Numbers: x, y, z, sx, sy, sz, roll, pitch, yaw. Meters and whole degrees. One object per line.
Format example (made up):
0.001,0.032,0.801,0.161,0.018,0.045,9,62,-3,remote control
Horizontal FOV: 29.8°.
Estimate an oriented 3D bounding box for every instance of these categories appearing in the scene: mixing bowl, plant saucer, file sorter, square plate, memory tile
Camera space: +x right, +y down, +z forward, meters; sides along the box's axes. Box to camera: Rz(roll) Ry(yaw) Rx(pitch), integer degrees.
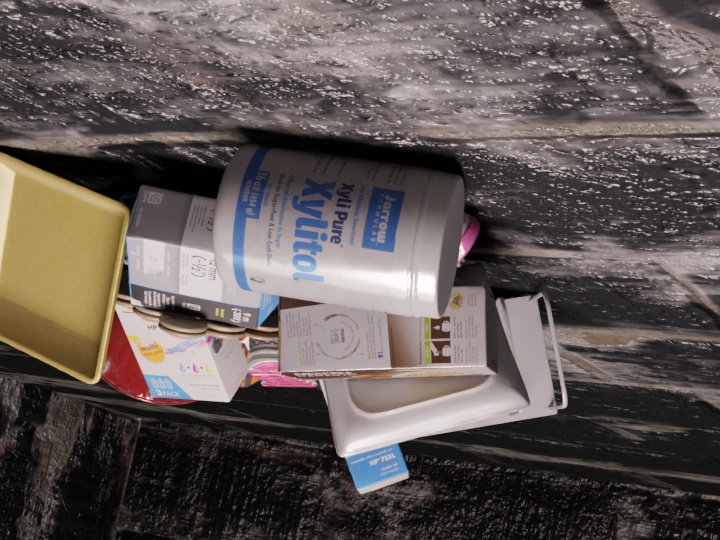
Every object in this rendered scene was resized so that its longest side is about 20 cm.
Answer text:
-0.268,0.074,1.828,0.200,0.200,0.109,15,125,-16,mixing bowl
-0.321,-0.010,1.409,0.200,0.200,0.048,23,-159,22,plant saucer
0.115,0.105,1.497,0.200,0.139,0.125,-9,173,-2,file sorter
0.053,0.083,1.399,0.200,0.198,0.028,-15,140,0,square plate
-0.190,0.036,1.451,0.153,0.017,0.200,0,-163,-43,memory tile

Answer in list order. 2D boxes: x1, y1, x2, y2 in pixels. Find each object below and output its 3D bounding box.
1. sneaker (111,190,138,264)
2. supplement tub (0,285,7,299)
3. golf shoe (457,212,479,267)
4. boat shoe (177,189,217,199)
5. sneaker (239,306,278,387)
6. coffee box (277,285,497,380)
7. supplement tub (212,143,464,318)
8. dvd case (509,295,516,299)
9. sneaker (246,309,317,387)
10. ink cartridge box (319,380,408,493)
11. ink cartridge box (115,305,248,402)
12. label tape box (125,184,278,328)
-0.269,-0.046,1.481,0.090,0.079,0.200,17,166,-11,sneaker
-0.393,-0.011,1.588,0.144,0.145,0.200,10,167,6,supplement tub
0.029,-0.026,1.324,0.092,0.075,0.200,41,145,-24,golf shoe
-0.171,-0.038,1.461,0.074,0.076,0.200,13,160,17,boat shoe
-0.183,0.096,1.747,0.200,0.112,0.078,2,-172,-19,sneaker
0.029,0.063,1.316,0.199,0.080,0.114,-2,171,10,coffee box
-0.018,-0.035,1.184,0.200,0.132,0.132,8,167,12,supplement tub
0.115,0.116,1.633,0.018,0.200,0.143,45,173,10,dvd case
-0.096,0.097,1.689,0.074,0.088,0.200,-1,167,9,sneaker
-0.004,0.163,1.637,0.067,0.200,0.116,-19,169,-2,ink cartridge box
-0.222,0.060,1.631,0.115,0.068,0.200,0,126,26,ink cartridge box
-0.126,-0.004,1.335,0.200,0.066,0.143,13,151,-1,label tape box
